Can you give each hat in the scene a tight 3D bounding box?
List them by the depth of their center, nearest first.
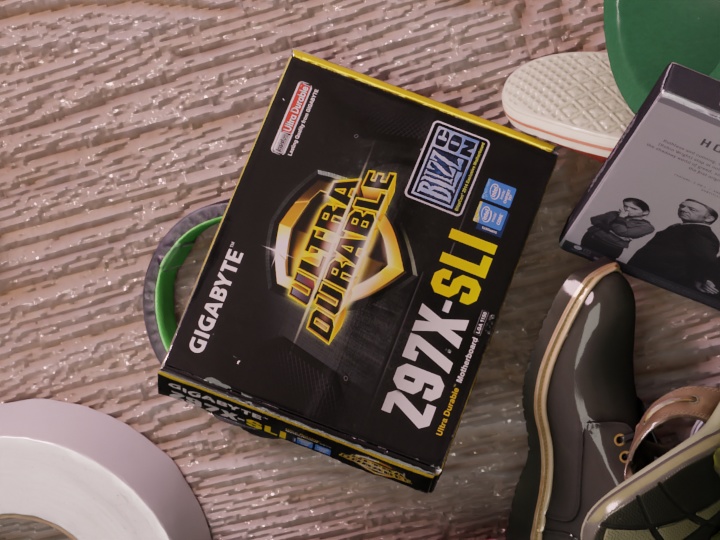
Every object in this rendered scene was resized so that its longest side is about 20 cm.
[{"bbox_3d":[0.249,-0.152,1.385,0.176,0.166,0.200,6,153,-24],"label":"hat"}]

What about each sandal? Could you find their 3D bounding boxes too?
[{"bbox_3d":[0.178,0.091,1.395,0.057,0.201,0.080,26,140,33],"label":"sandal"}]

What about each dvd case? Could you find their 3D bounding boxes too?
[{"bbox_3d":[0.198,-0.030,1.380,0.150,0.200,0.025,22,66,-2],"label":"dvd case"}]

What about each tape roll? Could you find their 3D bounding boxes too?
[{"bbox_3d":[-0.189,0.181,1.566,0.202,0.071,0.203,3,106,9],"label":"tape roll"}]

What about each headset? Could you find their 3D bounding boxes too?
[{"bbox_3d":[-0.037,0.045,1.487,0.200,0.094,0.124,36,110,10],"label":"headset"}]

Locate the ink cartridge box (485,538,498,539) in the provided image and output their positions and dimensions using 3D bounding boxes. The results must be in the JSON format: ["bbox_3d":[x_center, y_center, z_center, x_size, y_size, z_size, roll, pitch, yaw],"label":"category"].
[{"bbox_3d":[0.011,0.261,1.484,0.200,0.146,0.145,-14,145,16],"label":"ink cartridge box"}]

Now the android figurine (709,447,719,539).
[{"bbox_3d":[0.260,0.081,1.403,0.041,0.200,0.182,31,138,36],"label":"android figurine"}]

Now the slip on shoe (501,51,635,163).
[{"bbox_3d":[0.170,-0.065,1.433,0.200,0.074,0.061,16,137,10],"label":"slip on shoe"}]

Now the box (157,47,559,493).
[{"bbox_3d":[0.000,0.000,1.435,0.159,0.049,0.200,22,71,2],"label":"box"}]

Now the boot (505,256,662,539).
[{"bbox_3d":[0.160,0.104,1.451,0.138,0.077,0.200,25,125,35],"label":"boot"}]

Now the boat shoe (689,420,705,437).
[{"bbox_3d":[0.232,0.172,1.488,0.070,0.066,0.200,-13,103,14],"label":"boat shoe"}]
